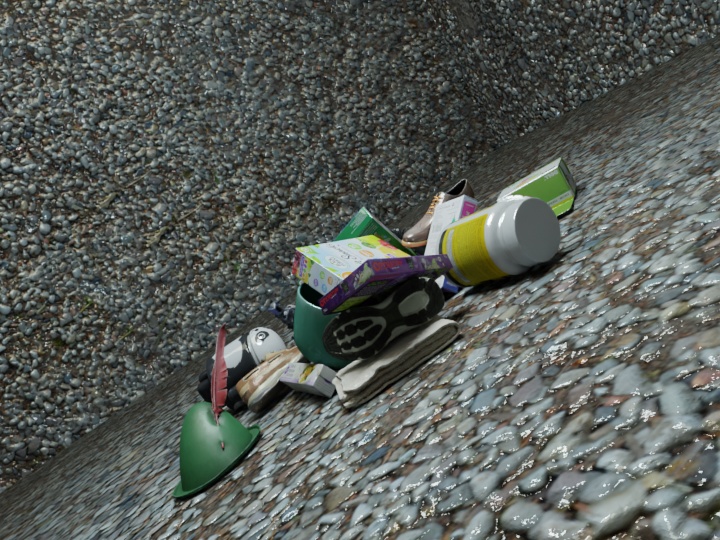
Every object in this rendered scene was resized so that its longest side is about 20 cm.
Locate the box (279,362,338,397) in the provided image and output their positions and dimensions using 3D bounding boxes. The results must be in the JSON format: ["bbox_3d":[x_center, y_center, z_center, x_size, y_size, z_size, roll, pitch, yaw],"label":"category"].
[{"bbox_3d":[-0.088,0.183,1.077,0.039,0.041,0.199,-60,15,-17],"label":"box"}]

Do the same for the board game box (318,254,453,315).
[{"bbox_3d":[0.041,0.020,0.951,0.119,0.033,0.197,-34,-18,37],"label":"board game box"}]

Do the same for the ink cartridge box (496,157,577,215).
[{"bbox_3d":[0.352,-0.144,1.279,0.145,0.077,0.200,-29,6,27],"label":"ink cartridge box"}]

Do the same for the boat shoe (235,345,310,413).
[{"bbox_3d":[-0.158,0.183,1.211,0.199,0.071,0.077,-38,-26,-44],"label":"boat shoe"}]

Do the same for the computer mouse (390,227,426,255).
[{"bbox_3d":[0.155,-0.037,1.350,0.197,0.139,0.053,-3,46,50],"label":"computer mouse"}]

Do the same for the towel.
[{"bbox_3d":[0.047,0.125,0.931,0.197,0.035,0.132,-33,7,-6],"label":"towel"}]

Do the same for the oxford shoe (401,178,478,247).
[{"bbox_3d":[0.153,-0.115,1.280,0.198,0.075,0.070,-36,30,-26],"label":"oxford shoe"}]

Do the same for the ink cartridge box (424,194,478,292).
[{"bbox_3d":[0.156,-0.029,1.180,0.119,0.041,0.206,171,116,-72],"label":"ink cartridge box"}]

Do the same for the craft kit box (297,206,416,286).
[{"bbox_3d":[0.000,0.000,1.286,0.201,0.049,0.196,-48,-38,7],"label":"craft kit box"}]

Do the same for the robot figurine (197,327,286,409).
[{"bbox_3d":[-0.243,0.204,1.321,0.197,0.153,0.125,-31,-29,3],"label":"robot figurine"}]

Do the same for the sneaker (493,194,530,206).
[{"bbox_3d":[0.253,-0.067,1.189,0.197,0.081,0.090,-26,35,32],"label":"sneaker"}]

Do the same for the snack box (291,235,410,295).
[{"bbox_3d":[0.001,-0.002,1.085,0.140,0.055,0.197,29,28,36],"label":"snack box"}]

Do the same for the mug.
[{"bbox_3d":[-0.024,0.098,1.064,0.179,0.118,0.152,13,20,10],"label":"mug"}]

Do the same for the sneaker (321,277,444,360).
[{"bbox_3d":[0.036,0.077,0.959,0.195,0.079,0.089,-24,-6,6],"label":"sneaker"}]

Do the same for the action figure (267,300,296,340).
[{"bbox_3d":[-0.108,0.088,1.388,0.102,0.200,0.199,5,-14,30],"label":"action figure"}]

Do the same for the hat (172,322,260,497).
[{"bbox_3d":[-0.268,0.229,1.022,0.163,0.179,0.200,-30,7,12],"label":"hat"}]

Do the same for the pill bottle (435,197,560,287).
[{"bbox_3d":[0.216,-0.043,1.016,0.113,0.116,0.199,-34,7,-28],"label":"pill bottle"}]
